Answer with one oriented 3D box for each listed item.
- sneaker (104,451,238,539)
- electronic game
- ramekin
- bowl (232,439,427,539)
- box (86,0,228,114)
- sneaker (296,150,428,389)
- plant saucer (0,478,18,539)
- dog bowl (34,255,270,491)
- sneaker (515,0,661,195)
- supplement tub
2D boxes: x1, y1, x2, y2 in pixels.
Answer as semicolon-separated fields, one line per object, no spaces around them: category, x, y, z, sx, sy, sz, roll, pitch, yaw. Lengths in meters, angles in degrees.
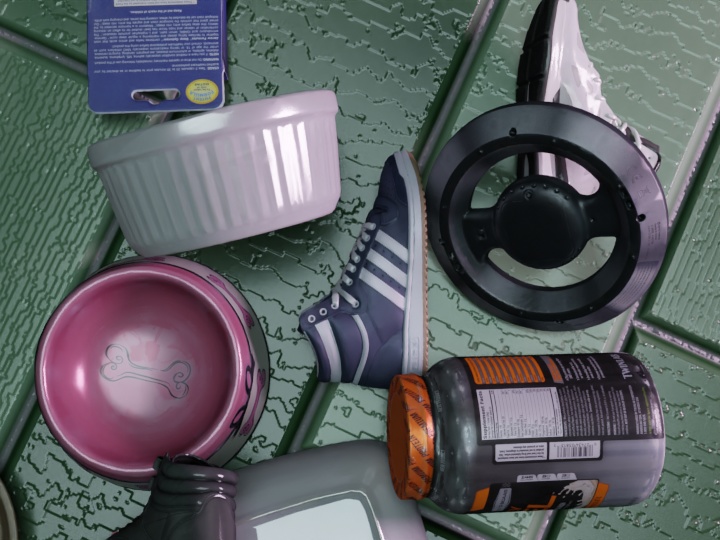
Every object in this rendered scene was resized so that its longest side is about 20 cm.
sneaker;-0.153;0.196;0.843;0.070;0.199;0.100;19;66;-35
electronic game;0.146;-0.040;0.876;0.199;0.042;0.201;11;121;19
ramekin;-0.106;-0.074;0.856;0.201;0.202;0.095;-14;96;-2
bowl;-0.039;0.250;0.875;0.198;0.075;0.201;-14;85;-2
box;-0.178;-0.232;0.948;0.120;0.032;0.202;-2;82;-1
sneaker;0.000;0.000;0.906;0.108;0.070;0.202;-1;86;-3
plant saucer;-0.378;0.227;0.894;0.198;0.029;0.202;0;83;0
dog bowl;-0.175;0.082;0.892;0.198;0.074;0.202;0;84;-1
sneaker;0.197;-0.134;0.931;0.114;0.076;0.202;2;92;-8
supplement tub;0.125;0.128;0.855;0.198;0.123;0.124;-1;83;-8
